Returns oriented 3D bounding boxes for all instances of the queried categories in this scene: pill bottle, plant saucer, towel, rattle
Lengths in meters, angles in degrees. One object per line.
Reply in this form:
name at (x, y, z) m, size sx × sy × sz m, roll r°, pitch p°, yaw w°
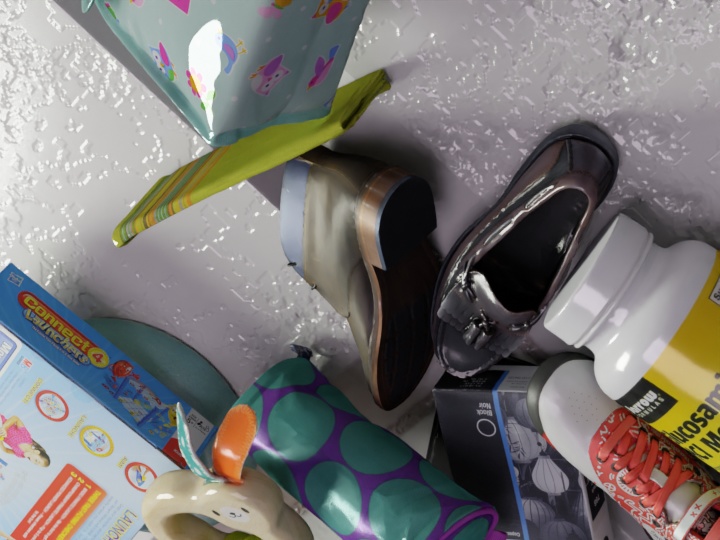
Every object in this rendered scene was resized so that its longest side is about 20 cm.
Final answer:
pill bottle at (0.217, 0.055, 1.067) m, size 0.199 × 0.113 × 0.113 m, roll 34°, pitch 127°, yaw 0°
plant saucer at (-0.177, 0.130, 1.332) m, size 0.199 × 0.036 × 0.201 m, roll 11°, pitch 124°, yaw 16°
towel at (-0.072, -0.070, 1.127) m, size 0.199 × 0.086 × 0.018 m, roll -23°, pitch 110°, yaw 32°
rattle at (-0.106, 0.193, 1.166) m, size 0.130 × 0.143 × 0.200 m, roll 33°, pitch 153°, yaw 9°

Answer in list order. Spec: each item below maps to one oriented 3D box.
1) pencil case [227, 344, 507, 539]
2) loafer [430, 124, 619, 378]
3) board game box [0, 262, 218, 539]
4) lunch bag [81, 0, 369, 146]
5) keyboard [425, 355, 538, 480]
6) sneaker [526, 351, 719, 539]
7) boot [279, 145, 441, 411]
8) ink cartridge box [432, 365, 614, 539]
pencil case at (0.001, 0.140, 1.193) m, size 0.200 × 0.092 × 0.085 m, roll 37°, pitch 109°, yaw 32°
loafer at (0.096, -0.002, 1.105) m, size 0.072 × 0.063 × 0.201 m, roll 27°, pitch 123°, yaw -5°
board game box at (-0.237, 0.127, 1.298) m, size 0.196 × 0.056 × 0.200 m, roll 39°, pitch 127°, yaw -4°
lunch bag at (-0.087, -0.203, 1.026) m, size 0.200 × 0.122 × 0.171 m, roll 48°, pitch 135°, yaw 23°
keyboard at (0.106, 0.148, 1.233) m, size 0.126 × 0.021 × 0.201 m, roll 21°, pitch 127°, yaw 16°
sneaker at (0.195, 0.132, 1.107) m, size 0.201 × 0.067 × 0.108 m, roll 47°, pitch 171°, yaw -29°
boot at (0.000, 0.000, 1.169) m, size 0.097 × 0.075 × 0.201 m, roll 30°, pitch 138°, yaw 32°
ink cartridge box at (0.118, 0.159, 1.196) m, size 0.099 × 0.039 × 0.201 m, roll -2°, pitch 118°, yaw 28°
